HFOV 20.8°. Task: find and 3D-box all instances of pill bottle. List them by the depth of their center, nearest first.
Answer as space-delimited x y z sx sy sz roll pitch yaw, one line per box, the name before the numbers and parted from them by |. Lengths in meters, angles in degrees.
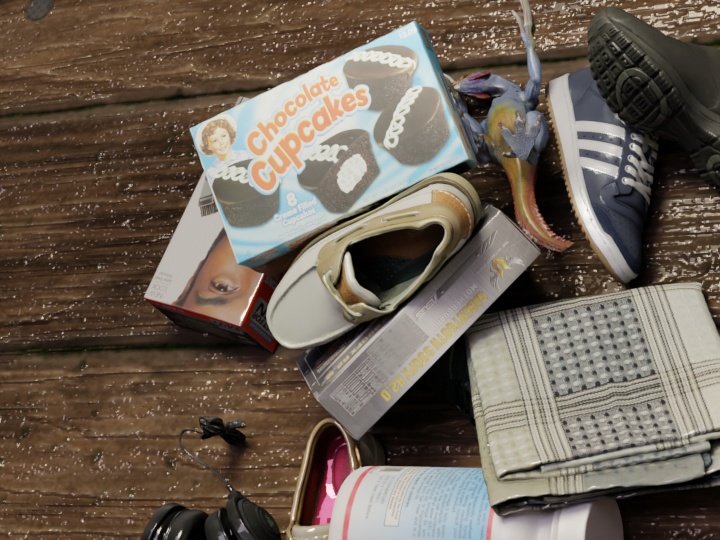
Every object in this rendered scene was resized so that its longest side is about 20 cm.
pill bottle | 0.085 0.199 1.430 0.199 0.109 0.110 -2 64 28

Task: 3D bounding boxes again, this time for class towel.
towel | 0.175 0.086 1.420 0.191 0.035 0.201 -8 42 1

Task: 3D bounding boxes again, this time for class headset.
headset | -0.113 0.216 1.568 0.123 0.094 0.202 -9 76 19

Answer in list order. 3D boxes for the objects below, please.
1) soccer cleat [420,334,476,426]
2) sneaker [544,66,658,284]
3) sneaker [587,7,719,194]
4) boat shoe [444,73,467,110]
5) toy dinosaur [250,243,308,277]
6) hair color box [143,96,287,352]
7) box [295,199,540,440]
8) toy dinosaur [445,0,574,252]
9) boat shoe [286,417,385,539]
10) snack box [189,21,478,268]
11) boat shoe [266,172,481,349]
soccer cleat | 0.111 0.102 1.484 0.199 0.068 0.081 21 45 34
sneaker | 0.216 -0.091 1.537 0.108 0.070 0.201 -24 53 18
sneaker | 0.257 -0.136 1.493 0.091 0.200 0.076 -56 12 -26
boat shoe | 0.028 -0.085 1.637 0.071 0.068 0.201 15 73 34
toy dinosaur | -0.007 -0.035 1.554 0.135 0.086 0.201 17 86 18
hair color box | -0.090 -0.042 1.683 0.110 0.064 0.201 14 73 32
box | 0.041 0.030 1.525 0.200 0.048 0.158 -46 11 0
toy dinosaur | 0.108 -0.110 1.579 0.104 0.181 0.202 -14 93 14
boat shoe | -0.028 0.209 1.510 0.073 0.069 0.201 -8 61 25
snack box | -0.022 -0.095 1.503 0.199 0.037 0.117 -24 77 15
boat shoe | 0.000 0.000 1.462 0.200 0.075 0.068 -39 7 27
